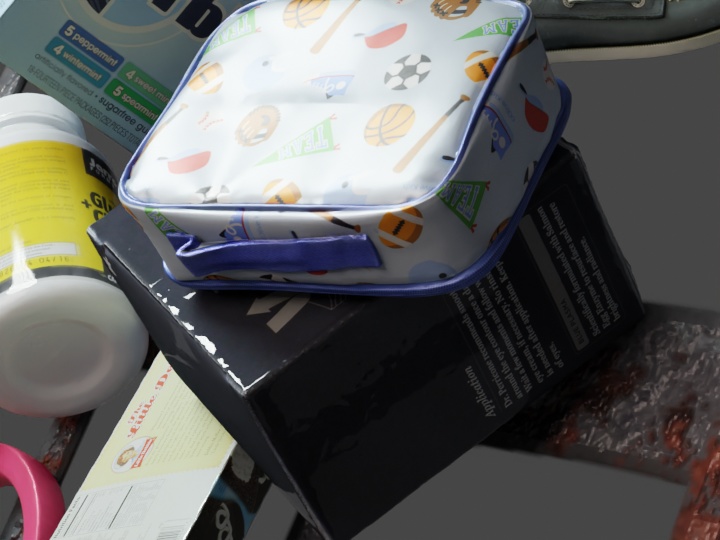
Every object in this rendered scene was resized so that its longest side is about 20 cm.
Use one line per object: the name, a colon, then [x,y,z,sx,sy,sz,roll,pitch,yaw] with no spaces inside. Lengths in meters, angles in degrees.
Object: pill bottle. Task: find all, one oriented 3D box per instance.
pill bottle: [-0.197,-0.015,1.468,0.112,0.112,0.201,-38,42,21]

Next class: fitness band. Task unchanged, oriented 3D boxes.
fitness band: [-0.257,0.190,1.450,0.200,0.037,0.144,-36,40,22]

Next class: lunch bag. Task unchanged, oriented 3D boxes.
lunch bag: [-0.012,-0.055,1.116,0.199,0.076,0.161,0,48,33]

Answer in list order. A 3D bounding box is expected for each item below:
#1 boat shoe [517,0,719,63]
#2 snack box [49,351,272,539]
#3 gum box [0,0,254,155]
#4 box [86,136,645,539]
boat shoe: [0.121,-0.144,1.189,0.198,0.062,0.073,-11,29,-5]
snack box: [-0.091,0.100,1.289,0.116,0.037,0.201,-13,37,40]
gum box: [-0.115,-0.178,1.452,0.200,0.170,0.045,-49,38,9]
box: [0.000,0.000,1.200,0.199,0.118,0.197,-36,37,-10]
